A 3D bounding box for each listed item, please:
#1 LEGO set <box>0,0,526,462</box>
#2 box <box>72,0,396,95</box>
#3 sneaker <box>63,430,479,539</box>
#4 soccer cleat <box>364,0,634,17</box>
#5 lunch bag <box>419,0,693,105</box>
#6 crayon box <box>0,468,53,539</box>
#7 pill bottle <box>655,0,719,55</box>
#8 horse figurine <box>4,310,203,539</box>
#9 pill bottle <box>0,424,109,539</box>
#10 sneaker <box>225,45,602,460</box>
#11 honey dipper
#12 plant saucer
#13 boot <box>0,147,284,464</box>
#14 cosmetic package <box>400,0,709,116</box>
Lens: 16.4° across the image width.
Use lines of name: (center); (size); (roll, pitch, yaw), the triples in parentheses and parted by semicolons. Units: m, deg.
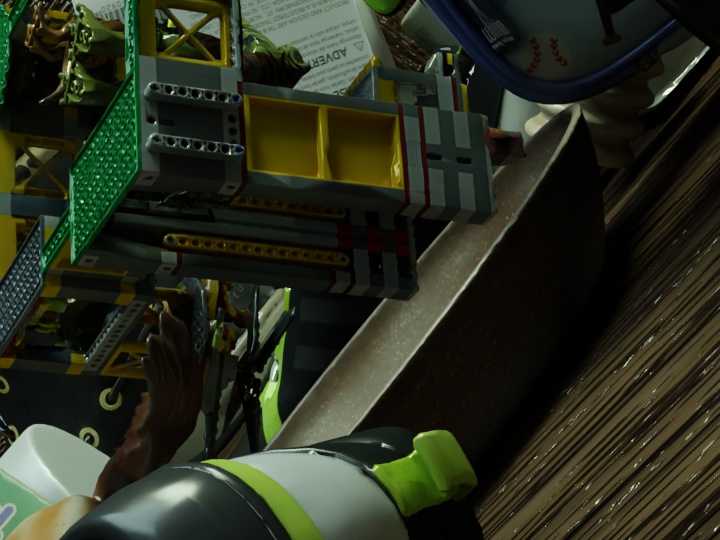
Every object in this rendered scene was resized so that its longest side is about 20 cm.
LEGO set: (-0.032, -0.043, 0.705); (0.200, 0.115, 0.155); (125, 145, -50)
box: (-0.035, -0.059, 1.058); (0.112, 0.102, 0.200); (-19, -15, 3)
sneaker: (-0.034, 0.093, 0.509); (0.083, 0.072, 0.200); (-22, -15, -38)
soccer cleat: (0.084, -0.113, 0.636); (0.199, 0.082, 0.068); (-11, 21, -12)
lunch bag: (0.072, -0.152, 0.708); (0.200, 0.161, 0.076); (-37, 6, 8)
crayon box: (-0.145, 0.150, 0.744); (0.200, 0.125, 0.052); (-52, -28, -16)
pill bottle: (0.121, -0.142, 0.534); (0.200, 0.112, 0.112); (-51, 3, 11)
horse figurine: (-0.094, 0.108, 0.660); (0.201, 0.050, 0.132); (-56, 9, -12)
pill bottle: (-0.143, 0.154, 0.853); (0.200, 0.112, 0.112); (-51, 3, 6)
sneaker: (0.000, 0.000, 0.868); (0.200, 0.083, 0.072); (-50, 3, 16)
honey dipper: (0.098, -0.130, 0.764); (0.038, 0.038, 0.201); (-62, -10, -75)
plant saucer: (0.009, 0.042, 0.692); (0.201, 0.037, 0.200); (-50, 4, 4)
boot: (-0.131, 0.043, 0.940); (0.200, 0.151, 0.073); (-47, 3, 16)
cosmetic package: (0.085, -0.111, 0.904); (0.103, 0.087, 0.200); (-49, 2, -3)
